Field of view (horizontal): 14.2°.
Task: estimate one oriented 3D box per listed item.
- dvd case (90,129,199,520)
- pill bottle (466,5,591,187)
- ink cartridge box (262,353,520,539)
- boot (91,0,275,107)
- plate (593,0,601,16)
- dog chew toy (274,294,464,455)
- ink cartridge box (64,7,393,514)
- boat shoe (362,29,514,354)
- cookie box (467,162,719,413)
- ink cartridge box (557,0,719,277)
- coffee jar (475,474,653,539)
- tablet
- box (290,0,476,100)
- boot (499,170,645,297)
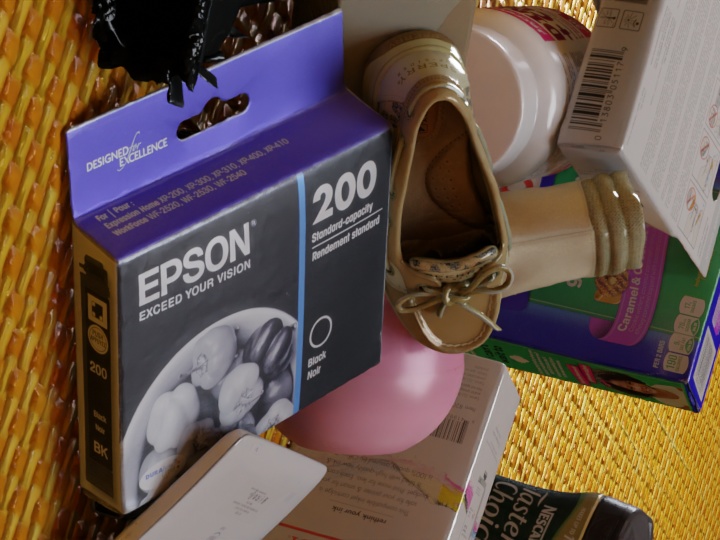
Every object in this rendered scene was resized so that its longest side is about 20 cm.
[{"bbox_3d":[-0.085,0.029,1.535,0.150,0.025,0.201,3,101,-73],"label":"dvd case"},{"bbox_3d":[0.084,-0.109,1.823,0.200,0.113,0.114,-18,120,-71],"label":"pill bottle"},{"bbox_3d":[0.011,0.144,1.779,0.068,0.116,0.201,64,44,-65],"label":"ink cartridge box"},{"bbox_3d":[-0.065,-0.188,1.355,0.162,0.073,0.199,-46,150,-60],"label":"boot"},{"bbox_3d":[0.161,-0.206,1.927,0.200,0.032,0.200,65,9,-50],"label":"plate"},{"bbox_3d":[0.000,0.000,1.637,0.124,0.124,0.201,-19,114,-70],"label":"dog chew toy"},{"bbox_3d":[-0.062,-0.007,1.438,0.198,0.043,0.201,-29,130,-41],"label":"ink cartridge box"},{"bbox_3d":[0.040,-0.028,1.522,0.063,0.073,0.200,-113,-172,-52],"label":"boat shoe"},{"bbox_3d":[0.154,-0.011,1.976,0.075,0.199,0.172,60,46,-65],"label":"cookie box"},{"bbox_3d":[0.195,-0.108,1.859,0.200,0.057,0.163,53,51,-61],"label":"ink cartridge box"},{"bbox_3d":[0.090,0.184,1.918,0.086,0.199,0.104,87,23,-44],"label":"coffee jar"},{"bbox_3d":[-0.085,0.138,1.515,0.130,0.014,0.200,-43,165,3],"label":"tablet"},{"bbox_3d":[0.014,-0.157,1.513,0.200,0.077,0.095,99,-18,-50],"label":"box"},{"bbox_3d":[0.093,-0.018,1.787,0.200,0.154,0.072,-164,-118,-86],"label":"boot"}]
